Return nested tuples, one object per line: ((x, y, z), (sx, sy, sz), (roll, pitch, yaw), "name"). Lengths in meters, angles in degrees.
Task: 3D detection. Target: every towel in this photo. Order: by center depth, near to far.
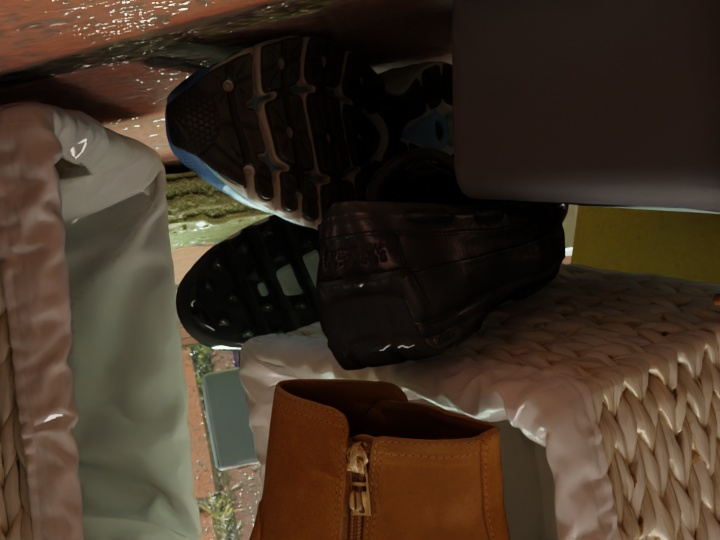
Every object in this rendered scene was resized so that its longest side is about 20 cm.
((-0.075, -0.040, 1.259), (0.199, 0.037, 0.148), (-10, 177, -20), "towel")

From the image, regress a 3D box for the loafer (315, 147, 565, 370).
((0.035, -0.016, 0.874), (0.068, 0.071, 0.200), (-9, -172, 23), "loafer")

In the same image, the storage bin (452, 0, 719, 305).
((0.123, -0.060, 0.855), (0.133, 0.147, 0.200), (-1, 180, 24), "storage bin")

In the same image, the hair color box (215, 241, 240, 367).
((0.010, -0.006, 1.411), (0.199, 0.110, 0.065), (-8, 176, -19), "hair color box")

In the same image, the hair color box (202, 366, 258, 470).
((-0.048, 0.089, 1.379), (0.098, 0.061, 0.200), (-10, 177, -5), "hair color box")

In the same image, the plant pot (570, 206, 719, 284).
((0.227, -0.001, 1.201), (0.199, 0.195, 0.195), (-4, 154, 33), "plant pot")

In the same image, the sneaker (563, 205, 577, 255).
((0.188, -0.054, 1.377), (0.199, 0.081, 0.146), (-20, 166, 27), "sneaker")

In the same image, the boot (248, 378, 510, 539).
((-0.028, 0.113, 0.844), (0.200, 0.145, 0.071), (0, -169, 30), "boot")

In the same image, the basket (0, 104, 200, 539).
((-0.172, 0.042, 0.939), (0.160, 0.202, 0.198), (-5, 177, 9), "basket")

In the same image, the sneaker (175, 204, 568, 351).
((0.000, 0.000, 1.030), (0.199, 0.067, 0.090), (-21, 172, -24), "sneaker")

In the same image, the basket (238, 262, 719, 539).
((0.080, 0.107, 0.913), (0.160, 0.200, 0.199), (-22, -162, -35), "basket")

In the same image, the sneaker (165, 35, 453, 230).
((-0.028, -0.052, 0.928), (0.089, 0.079, 0.200), (-5, 177, 29), "sneaker")
